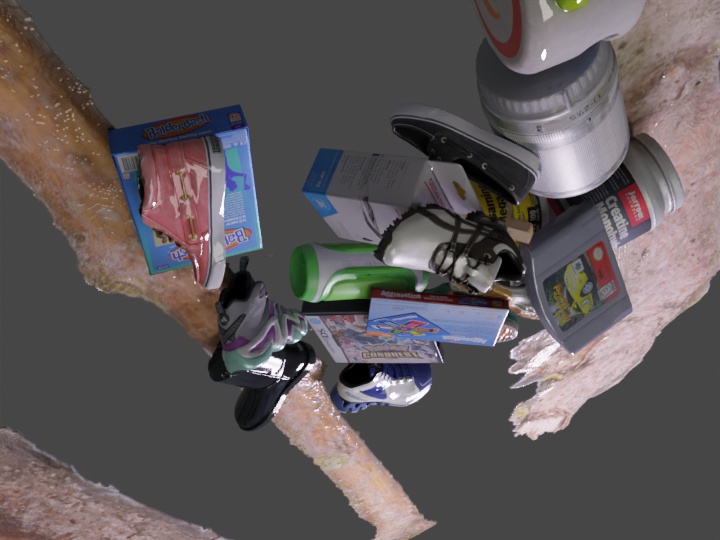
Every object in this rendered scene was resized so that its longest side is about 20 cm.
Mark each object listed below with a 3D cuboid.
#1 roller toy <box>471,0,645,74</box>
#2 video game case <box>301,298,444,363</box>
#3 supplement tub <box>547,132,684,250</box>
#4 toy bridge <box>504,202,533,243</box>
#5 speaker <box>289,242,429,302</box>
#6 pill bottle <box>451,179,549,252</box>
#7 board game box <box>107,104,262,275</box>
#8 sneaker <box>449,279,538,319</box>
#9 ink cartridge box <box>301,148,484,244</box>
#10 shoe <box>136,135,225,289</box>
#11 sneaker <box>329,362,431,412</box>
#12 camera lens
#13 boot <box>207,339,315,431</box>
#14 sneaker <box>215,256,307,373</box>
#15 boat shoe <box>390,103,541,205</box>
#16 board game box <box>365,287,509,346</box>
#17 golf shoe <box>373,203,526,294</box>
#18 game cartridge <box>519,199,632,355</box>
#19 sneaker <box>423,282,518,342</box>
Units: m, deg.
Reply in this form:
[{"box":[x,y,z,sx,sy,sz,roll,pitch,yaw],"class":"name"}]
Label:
[{"box":[0.187,-0.302,0.684,0.137,0.203,0.183,-21,154,-1],"class":"roller toy"},{"box":[0.024,0.101,1.142,0.196,0.026,0.182,-2,147,18],"class":"video game case"},{"box":[0.360,-0.101,1.057,0.198,0.142,0.141,-29,143,8],"class":"supplement tub"},{"box":[0.230,-0.125,0.958,0.202,0.066,0.027,-60,151,-24],"class":"toy bridge"},{"box":[0.000,0.000,1.029,0.196,0.089,0.089,-2,139,-27],"class":"speaker"},{"box":[0.158,-0.071,1.005,0.196,0.114,0.114,-10,141,-19],"class":"pill bottle"},{"box":[-0.200,-0.090,0.841,0.149,0.045,0.202,-14,142,-14],"class":"board game box"},{"box":[0.214,0.012,1.040,0.197,0.090,0.075,15,157,-26],"class":"sneaker"},{"box":[0.040,-0.082,0.866,0.116,0.197,0.068,49,59,-51],"class":"ink cartridge box"},{"box":[-0.200,-0.058,0.788,0.089,0.072,0.203,-7,135,-19],"class":"shoe"},{"box":[0.042,0.194,1.291,0.195,0.082,0.116,-11,144,-14],"class":"sneaker"},{"box":[0.234,-0.198,0.853,0.158,0.162,0.200,-30,143,10],"class":"camera lens"},{"box":[-0.186,0.174,1.142,0.200,0.077,0.167,-47,142,17],"class":"boot"},{"box":[-0.142,0.046,1.003,0.076,0.143,0.200,-13,-171,19],"class":"sneaker"},{"box":[0.115,-0.134,0.844,0.067,0.197,0.070,-60,167,-13],"class":"boat shoe"},{"box":[0.109,0.069,1.031,0.195,0.020,0.104,5,143,-1],"class":"board game box"},{"box":[0.110,-0.021,0.801,0.197,0.095,0.079,-5,133,-33],"class":"golf shoe"},{"box":[0.302,0.019,0.996,0.132,0.041,0.202,-32,117,-2],"class":"game cartridge"},{"box":[0.159,0.058,1.121,0.196,0.081,0.072,7,149,30],"class":"sneaker"}]
